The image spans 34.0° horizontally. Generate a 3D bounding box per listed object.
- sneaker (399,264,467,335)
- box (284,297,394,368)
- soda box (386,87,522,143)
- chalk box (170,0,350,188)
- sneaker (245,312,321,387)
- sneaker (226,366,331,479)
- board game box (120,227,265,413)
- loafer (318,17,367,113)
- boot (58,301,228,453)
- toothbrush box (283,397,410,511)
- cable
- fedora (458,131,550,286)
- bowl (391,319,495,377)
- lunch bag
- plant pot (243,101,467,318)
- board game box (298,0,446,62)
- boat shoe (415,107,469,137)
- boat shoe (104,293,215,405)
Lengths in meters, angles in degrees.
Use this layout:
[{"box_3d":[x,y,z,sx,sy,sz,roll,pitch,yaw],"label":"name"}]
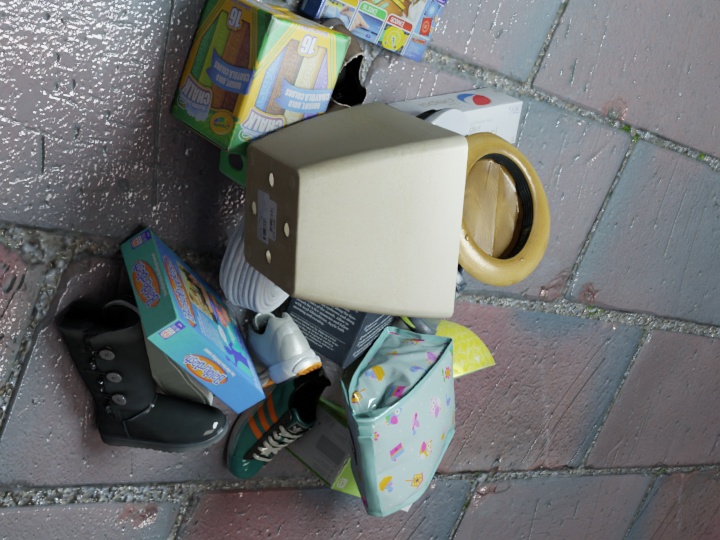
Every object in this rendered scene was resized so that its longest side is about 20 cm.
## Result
[{"box_3d":[0.104,0.030,1.657,0.081,0.200,0.074,-36,107,27],"label":"sneaker"},{"box_3d":[0.000,0.000,1.526,0.148,0.107,0.200,-33,150,-63],"label":"box"},{"box_3d":[0.126,-0.200,1.606,0.200,0.068,0.064,-14,124,-38],"label":"soda box"},{"box_3d":[-0.121,-0.195,1.323,0.124,0.124,0.200,6,110,-47],"label":"chalk box"},{"box_3d":[-0.119,0.099,1.505,0.076,0.200,0.092,-22,90,-32],"label":"sneaker"},{"box_3d":[-0.113,0.211,1.630,0.071,0.080,0.200,23,98,-49],"label":"sneaker"},{"box_3d":[-0.197,0.062,1.394,0.045,0.152,0.200,-31,139,7],"label":"board game box"},{"box_3d":[-0.033,-0.206,1.421,0.073,0.071,0.200,-33,151,-25],"label":"loafer"},{"box_3d":[-0.252,0.124,1.397,0.164,0.066,0.200,-3,126,4],"label":"boot"},{"box_3d":[-0.009,0.263,1.718,0.200,0.146,0.086,27,95,-50],"label":"toothbrush box"},{"box_3d":[-0.099,-0.043,1.429,0.200,0.069,0.200,-60,171,-2],"label":"cable"},{"box_3d":[0.154,-0.074,1.509,0.200,0.082,0.201,9,74,-35],"label":"fedora"},{"box_3d":[0.086,0.121,1.731,0.200,0.200,0.108,-14,82,-38],"label":"bowl"},{"box_3d":[0.042,0.197,1.526,0.200,0.122,0.171,-51,143,-48],"label":"lunch bag"},{"box_3d":[-0.019,-0.062,1.265,0.177,0.200,0.200,-7,111,-28],"label":"plant pot"},{"box_3d":[0.028,-0.346,1.438,0.200,0.034,0.136,12,106,-48],"label":"board game box"},{"box_3d":[0.048,-0.144,1.474,0.200,0.057,0.069,-32,116,-22],"label":"boat shoe"},{"box_3d":[-0.242,0.091,1.443,0.200,0.075,0.060,60,32,-37],"label":"boat shoe"}]
